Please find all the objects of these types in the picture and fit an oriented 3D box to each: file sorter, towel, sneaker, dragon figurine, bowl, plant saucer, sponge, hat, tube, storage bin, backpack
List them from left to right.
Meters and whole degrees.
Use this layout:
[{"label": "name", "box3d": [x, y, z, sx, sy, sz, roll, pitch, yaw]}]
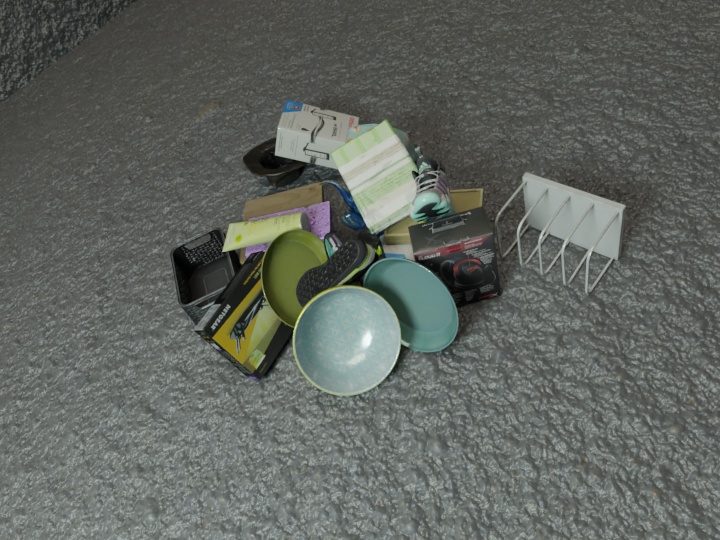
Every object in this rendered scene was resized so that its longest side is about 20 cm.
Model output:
[{"label": "storage bin", "box3d": [-0.340, 0.016, 1.295, 0.133, 0.094, 0.201, -25, 47, -2]}, {"label": "tube", "box3d": [-0.206, -0.085, 1.230, 0.196, 0.053, 0.058, -8, 12, 20]}, {"label": "hat", "box3d": [-0.208, -0.272, 1.495, 0.196, 0.082, 0.202, -1, 40, 1]}, {"label": "sponge", "box3d": [-0.157, -0.086, 1.263, 0.196, 0.030, 0.113, -11, 49, 10]}, {"label": "plant saucer", "box3d": [-0.126, 0.019, 1.165, 0.031, 0.200, 0.202, -12, 42, 45]}, {"label": "sneaker", "box3d": [-0.038, 0.016, 1.098, 0.199, 0.082, 0.073, -35, 59, 29]}, {"label": "bowl", "box3d": [-0.030, 0.118, 1.067, 0.198, 0.203, 0.108, -27, 13, -4]}, {"label": "dragon figurine", "box3d": [-0.007, -0.129, 1.251, 0.197, 0.059, 0.101, 24, 69, -10]}, {"label": "sneaker", "box3d": [0.000, 0.000, 1.179, 0.087, 0.075, 0.202, -27, 78, -19]}, {"label": "backpack", "box3d": [0.047, -0.239, 1.296, 0.173, 0.200, 0.156, 10, 72, 24]}, {"label": "towel", "box3d": [0.043, -0.192, 1.180, 0.147, 0.031, 0.202, -28, 78, -1]}, {"label": "plant saucer", "box3d": [0.096, 0.057, 1.046, 0.197, 0.203, 0.036, 16, 39, 30]}, {"label": "sneaker", "box3d": [0.121, -0.164, 1.058, 0.076, 0.200, 0.143, -14, 84, 13]}, {"label": "file sorter", "box3d": [0.372, -0.065, 1.081, 0.198, 0.140, 0.125, 28, 67, 35]}]

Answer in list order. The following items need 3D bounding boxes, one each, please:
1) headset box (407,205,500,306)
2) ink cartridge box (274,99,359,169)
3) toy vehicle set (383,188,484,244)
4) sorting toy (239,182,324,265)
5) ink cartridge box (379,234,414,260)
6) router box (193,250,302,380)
[{"label": "headset box", "box3d": [0.177, -0.023, 1.070, 0.146, 0.201, 0.076, -15, 47, 7]}, {"label": "ink cartridge box", "box3d": [-0.106, -0.342, 1.451, 0.196, 0.085, 0.148, 11, 43, -6]}, {"label": "toy vehicle set", "box3d": [0.153, -0.111, 1.179, 0.196, 0.027, 0.126, -1, 50, 20]}, {"label": "sorting toy", "box3d": [-0.172, -0.092, 1.340, 0.196, 0.070, 0.201, -13, 49, 9]}, {"label": "ink cartridge box", "box3d": [0.150, -0.045, 1.188, 0.197, 0.067, 0.117, -19, 47, 4]}, {"label": "router box", "box3d": [-0.209, 0.089, 1.141, 0.052, 0.157, 0.202, -7, 43, 51]}]
